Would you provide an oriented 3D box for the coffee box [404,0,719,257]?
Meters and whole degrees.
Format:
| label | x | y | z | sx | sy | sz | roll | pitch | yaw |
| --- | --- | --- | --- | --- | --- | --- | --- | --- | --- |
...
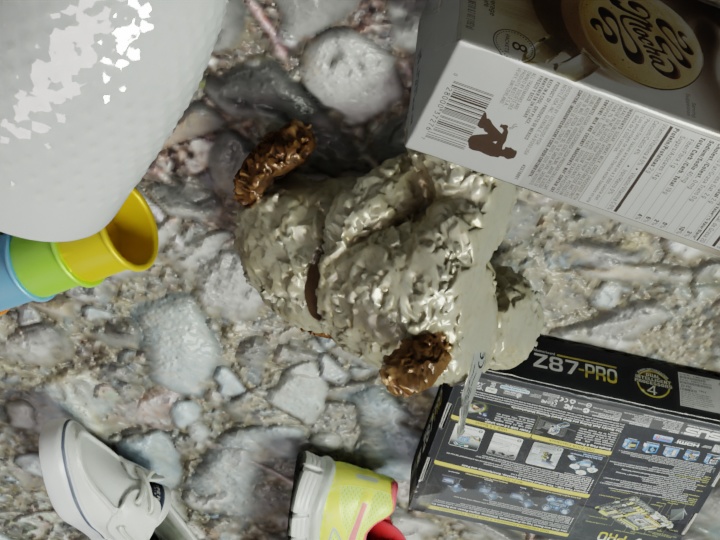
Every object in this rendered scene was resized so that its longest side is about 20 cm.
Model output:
| label | x | y | z | sx | sy | sz | roll | pitch | yaw |
| --- | --- | --- | --- | --- | --- | --- | --- | --- | --- |
| coffee box | 0.132 | -0.095 | 0.839 | 0.199 | 0.114 | 0.080 | 18 | 134 | -11 |

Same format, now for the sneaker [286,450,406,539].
| label | x | y | z | sx | sy | sz | roll | pitch | yaw |
| --- | --- | --- | --- | --- | --- | --- | --- | --- | --- |
| sneaker | -0.010 | 0.221 | 1.193 | 0.089 | 0.079 | 0.201 | 4 | 134 | 0 |

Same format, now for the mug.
| label | x | y | z | sx | sy | sz | roll | pitch | yaw |
| --- | --- | --- | --- | --- | --- | --- | --- | --- | --- |
| mug | -0.166 | -0.128 | 0.802 | 0.199 | 0.148 | 0.176 | 2 | 137 | -47 |

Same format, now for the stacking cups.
| label | x | y | z | sx | sy | sz | roll | pitch | yaw |
| --- | --- | --- | --- | --- | --- | --- | --- | --- | --- |
| stacking cups | -0.226 | 0.001 | 1.018 | 0.199 | 0.061 | 0.061 | -19 | 129 | 24 |

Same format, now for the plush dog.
| label | x | y | z | sx | sy | sz | roll | pitch | yaw |
| --- | --- | --- | --- | --- | --- | --- | --- | --- | --- |
| plush dog | 0.000 | 0.000 | 0.946 | 0.171 | 0.161 | 0.201 | 16 | 139 | 30 |

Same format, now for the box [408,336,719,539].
| label | x | y | z | sx | sy | sz | roll | pitch | yaw |
| --- | --- | --- | --- | --- | --- | --- | --- | --- | --- |
| box | 0.146 | 0.123 | 1.096 | 0.198 | 0.049 | 0.162 | 11 | 133 | -4 |

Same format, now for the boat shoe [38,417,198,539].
| label | x | y | z | sx | sy | sz | roll | pitch | yaw |
| --- | --- | --- | --- | --- | --- | --- | --- | --- | --- |
| boat shoe | -0.173 | 0.170 | 1.178 | 0.065 | 0.074 | 0.200 | -12 | 142 | 13 |
